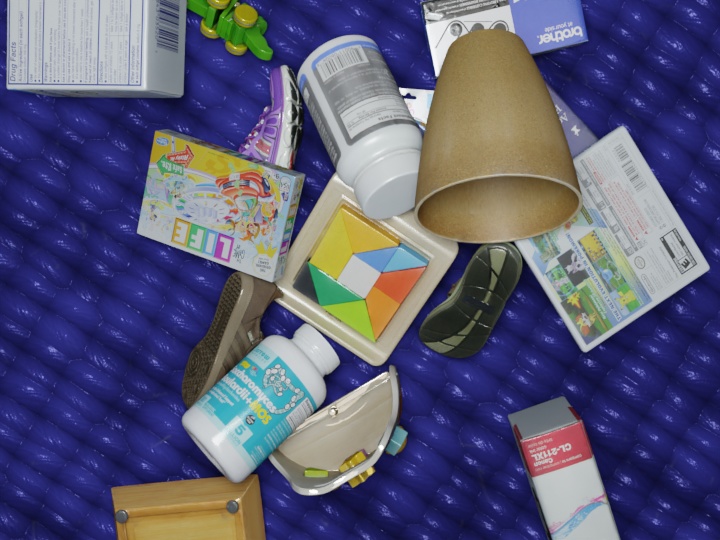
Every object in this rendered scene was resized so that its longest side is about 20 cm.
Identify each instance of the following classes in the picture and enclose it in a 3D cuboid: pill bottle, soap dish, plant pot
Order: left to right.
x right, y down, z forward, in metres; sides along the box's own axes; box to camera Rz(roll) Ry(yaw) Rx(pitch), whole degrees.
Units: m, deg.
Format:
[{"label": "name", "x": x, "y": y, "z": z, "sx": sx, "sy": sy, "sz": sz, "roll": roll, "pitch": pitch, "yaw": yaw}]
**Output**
[{"label": "soap dish", "x": -0.222, "y": 0.354, "z": 1.343, "sx": 0.196, "sy": 0.081, "sz": 0.161, "roll": -6, "pitch": 94, "yaw": 2}, {"label": "pill bottle", "x": -0.119, "y": 0.159, "z": 1.300, "sx": 0.200, "sy": 0.111, "sz": 0.111, "roll": -43, "pitch": 93, "yaw": -17}, {"label": "pill bottle", "x": 0.008, "y": -0.171, "z": 1.253, "sx": 0.112, "sy": 0.114, "sz": 0.202, "roll": -25, "pitch": 68, "yaw": 2}, {"label": "plant pot", "x": 0.146, "y": -0.157, "z": 1.165, "sx": 0.182, "sy": 0.187, "sz": 0.204, "roll": -2, "pitch": 69, "yaw": 1}]

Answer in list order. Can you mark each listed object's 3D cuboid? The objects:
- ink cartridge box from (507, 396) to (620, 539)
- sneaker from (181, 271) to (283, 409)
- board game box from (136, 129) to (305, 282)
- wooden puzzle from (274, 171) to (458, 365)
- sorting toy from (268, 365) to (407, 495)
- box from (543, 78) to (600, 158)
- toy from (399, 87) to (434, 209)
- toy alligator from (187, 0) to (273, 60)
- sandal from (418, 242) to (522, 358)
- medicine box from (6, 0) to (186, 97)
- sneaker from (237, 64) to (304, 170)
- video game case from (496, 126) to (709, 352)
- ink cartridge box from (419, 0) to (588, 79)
[{"label": "ink cartridge box", "x": 0.259, "y": 0.278, "z": 1.300, "sx": 0.081, "sy": 0.146, "sz": 0.203, "roll": -18, "pitch": 93, "yaw": 3}, {"label": "sneaker", "x": -0.161, "y": 0.099, "z": 1.330, "sx": 0.075, "sy": 0.071, "sz": 0.202, "roll": 14, "pitch": 113, "yaw": -34}, {"label": "board game box", "x": -0.176, "y": -0.082, "z": 1.296, "sx": 0.197, "sy": 0.034, "sz": 0.137, "roll": 18, "pitch": 106, "yaw": 16}, {"label": "wooden puzzle", "x": 0.000, "y": 0.000, "z": 1.315, "sx": 0.183, "sy": 0.037, "sz": 0.202, "roll": 33, "pitch": 111, "yaw": -1}, {"label": "sorting toy", "x": -0.018, "y": 0.223, "z": 1.282, "sx": 0.198, "sy": 0.180, "sz": 0.108, "roll": -30, "pitch": 93, "yaw": 3}, {"label": "box", "x": 0.230, "y": -0.117, "z": 1.294, "sx": 0.200, "sy": 0.104, "sz": 0.148, "roll": 45, "pitch": 93, "yaw": -2}, {"label": "toy", "x": 0.055, "y": -0.131, "z": 1.323, "sx": 0.113, "sy": 0.047, "sz": 0.204, "roll": 4, "pitch": 95, "yaw": -1}, {"label": "toy alligator", "x": -0.183, "y": -0.335, "z": 1.313, "sx": 0.198, "sy": 0.060, "sz": 0.054, "roll": 35, "pitch": 49, "yaw": 5}, {"label": "sandal", "x": 0.144, "y": 0.037, "z": 1.300, "sx": 0.079, "sy": 0.058, "sz": 0.202, "roll": 31, "pitch": 126, "yaw": -3}, {"label": "medicine box", "x": -0.321, "y": -0.307, "z": 1.264, "sx": 0.196, "sy": 0.103, "sz": 0.186, "roll": 4, "pitch": 94, "yaw": 17}, {"label": "sneaker", "x": -0.120, "y": -0.159, "z": 1.309, "sx": 0.082, "sy": 0.081, "sz": 0.204, "roll": 11, "pitch": 95, "yaw": 6}, {"label": "video game case", "x": 0.288, "y": -0.036, "z": 1.236, "sx": 0.181, "sy": 0.022, "sz": 0.202, "roll": -33, "pitch": 94, "yaw": 3}, {"label": "ink cartridge box", "x": 0.179, "y": -0.311, "z": 1.310, "sx": 0.196, "sy": 0.044, "sz": 0.096, "roll": -13, "pitch": 96, "yaw": 1}]
